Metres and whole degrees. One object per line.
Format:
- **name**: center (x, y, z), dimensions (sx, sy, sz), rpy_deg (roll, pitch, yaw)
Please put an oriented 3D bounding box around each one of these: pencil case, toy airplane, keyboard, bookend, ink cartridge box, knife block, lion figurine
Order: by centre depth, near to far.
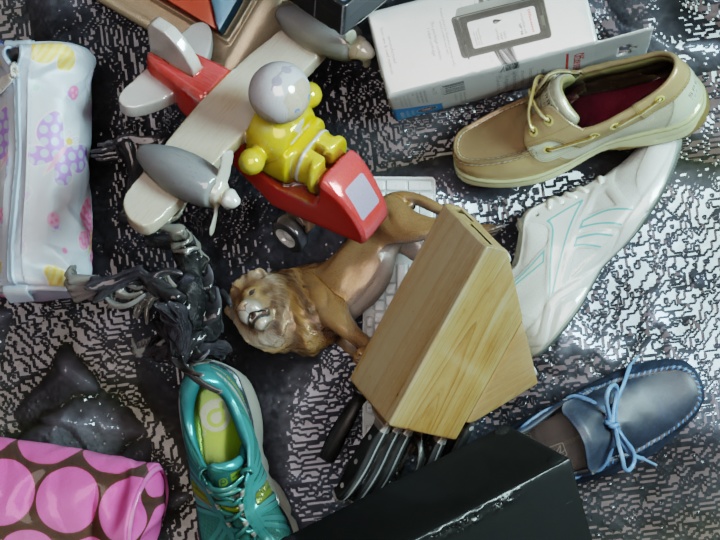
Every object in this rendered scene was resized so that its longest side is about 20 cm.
- **bookend**: center (0.070, 0.247, 1.563), dimensions (0.198, 0.092, 0.201), rpy_deg (-26, 112, -20)
- **knife block**: center (0.035, 0.074, 1.598), dimensions (0.175, 0.201, 0.064), rpy_deg (-29, 43, -14)
- **toy airplane**: center (-0.079, -0.119, 1.607), dimensions (0.198, 0.141, 0.201), rpy_deg (1, 69, -17)
- **ink cartridge box**: center (0.111, -0.175, 1.641), dimensions (0.199, 0.116, 0.068), rpy_deg (-14, 85, 3)
- **lion figurine**: center (0.000, 0.000, 1.659), dimensions (0.200, 0.073, 0.123), rpy_deg (-42, 64, -3)
- **pencil case**: center (-0.248, 0.179, 1.661), dimensions (0.198, 0.091, 0.094), rpy_deg (5, 48, 6)
- **pencil case**: center (-0.243, -0.075, 1.673), dimensions (0.082, 0.091, 0.202), rpy_deg (0, 88, 4)
- **keyboard**: center (0.030, 0.029, 1.688), dimensions (0.056, 0.011, 0.202), rpy_deg (0, 87, 4)

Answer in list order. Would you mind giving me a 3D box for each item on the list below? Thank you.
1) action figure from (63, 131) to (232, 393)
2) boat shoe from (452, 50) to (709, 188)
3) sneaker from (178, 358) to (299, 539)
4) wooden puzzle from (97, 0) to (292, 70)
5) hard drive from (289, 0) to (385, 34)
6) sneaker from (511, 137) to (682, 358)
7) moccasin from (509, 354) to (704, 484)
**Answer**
- **action figure**: center (-0.153, 0.005, 1.639), dimensions (0.102, 0.119, 0.201), rpy_deg (-20, 61, 20)
- **boat shoe**: center (0.155, -0.119, 1.638), dimensions (0.199, 0.066, 0.074), rpy_deg (-17, 53, 16)
- **sneaker**: center (-0.099, 0.166, 1.655), dimensions (0.077, 0.080, 0.201), rpy_deg (-18, 86, 3)
- **wooden puzzle**: center (-0.125, -0.270, 1.702), dimensions (0.199, 0.037, 0.186), rpy_deg (31, 89, 5)
- **hard drive**: center (-0.043, -0.270, 1.628), dimensions (0.200, 0.038, 0.140), rpy_deg (35, 59, 20)
- **sneaker**: center (0.165, -0.034, 1.654), dimensions (0.080, 0.070, 0.201), rpy_deg (38, 90, 8)
- **moccasin**: center (0.168, 0.130, 1.644), dimensions (0.199, 0.068, 0.081), rpy_deg (-30, 85, 2)
